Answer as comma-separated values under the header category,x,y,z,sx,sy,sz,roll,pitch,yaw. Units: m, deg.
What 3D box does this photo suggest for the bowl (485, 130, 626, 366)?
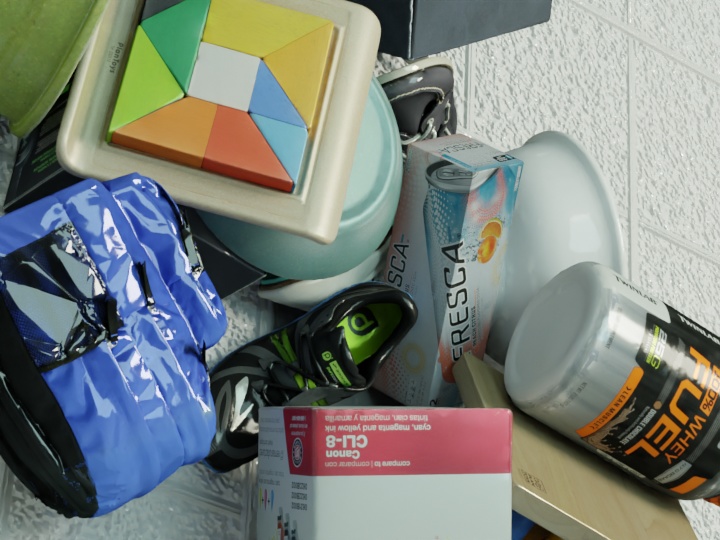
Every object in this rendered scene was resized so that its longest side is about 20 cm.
category,x,y,z,sx,sy,sz,roll,pitch,yaw
bowl,0.120,-0.005,1.770,0.090,0.201,0.203,-6,73,-23

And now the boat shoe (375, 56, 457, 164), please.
category,x,y,z,sx,sy,sz,roll,pitch,yaw
boat shoe,0.048,-0.117,1.766,0.200,0.072,0.063,49,23,-80

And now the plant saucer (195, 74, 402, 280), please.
category,x,y,z,sx,sy,sz,roll,pitch,yaw
plant saucer,-0.042,-0.095,1.604,0.199,0.036,0.202,12,70,-33

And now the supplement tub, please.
category,x,y,z,sx,sy,sz,roll,pitch,yaw
supplement tub,0.215,0.090,1.670,0.199,0.122,0.123,30,52,-21

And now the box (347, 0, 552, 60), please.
category,x,y,z,sx,sy,sz,roll,pitch,yaw
box,0.022,-0.255,1.749,0.199,0.196,0.125,-21,122,-50

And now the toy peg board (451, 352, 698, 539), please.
category,x,y,z,sx,sy,sz,roll,pitch,yaw
toy peg board,0.142,0.186,1.646,0.198,0.098,0.200,31,16,-20

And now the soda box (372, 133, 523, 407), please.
category,x,y,z,sx,sy,sz,roll,pitch,yaw
soda box,0.061,0.004,1.701,0.063,0.068,0.201,-15,122,-46

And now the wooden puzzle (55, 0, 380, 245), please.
category,x,y,z,sx,sy,sz,roll,pitch,yaw
wooden puzzle,-0.091,-0.127,1.536,0.199,0.037,0.186,17,63,-10

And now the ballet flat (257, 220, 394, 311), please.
category,x,y,z,sx,sy,sz,roll,pitch,yaw
ballet flat,0.000,0.000,1.735,0.200,0.069,0.070,-33,94,-47

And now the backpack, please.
category,x,y,z,sx,sy,sz,roll,pitch,yaw
backpack,-0.170,0.048,1.453,0.167,0.162,0.201,-25,94,-19

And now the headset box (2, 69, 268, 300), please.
category,x,y,z,sx,sy,sz,roll,pitch,yaw
headset box,-0.144,-0.089,1.616,0.174,0.093,0.201,30,53,-30

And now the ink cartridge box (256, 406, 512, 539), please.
category,x,y,z,sx,sy,sz,roll,pitch,yaw
ink cartridge box,0.014,0.193,1.528,0.143,0.145,0.202,1,86,-18

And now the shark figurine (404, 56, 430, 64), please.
category,x,y,z,sx,sy,sz,roll,pitch,yaw
shark figurine,-0.020,-0.154,1.795,0.214,0.127,0.090,-30,117,-63

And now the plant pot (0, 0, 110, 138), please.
category,x,y,z,sx,sy,sz,roll,pitch,yaw
plant pot,-0.266,-0.219,1.516,0.183,0.200,0.201,26,53,-17

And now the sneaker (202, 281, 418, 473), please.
category,x,y,z,sx,sy,sz,roll,pitch,yaw
sneaker,-0.040,0.069,1.622,0.199,0.083,0.071,-36,99,-20
